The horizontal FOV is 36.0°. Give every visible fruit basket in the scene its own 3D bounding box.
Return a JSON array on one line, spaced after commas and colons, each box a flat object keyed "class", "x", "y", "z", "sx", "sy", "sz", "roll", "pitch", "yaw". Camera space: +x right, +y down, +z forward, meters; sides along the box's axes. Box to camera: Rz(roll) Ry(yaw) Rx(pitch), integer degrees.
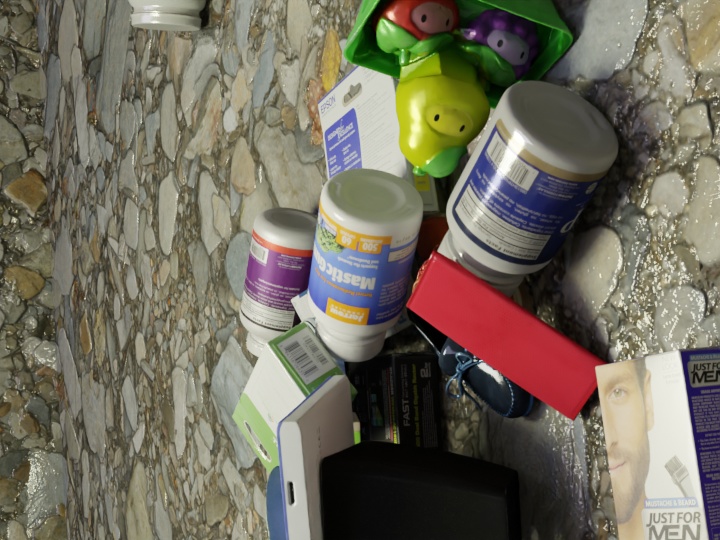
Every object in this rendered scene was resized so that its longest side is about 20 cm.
[{"class": "fruit basket", "x": 0.090, "y": -0.204, "z": 1.084, "sx": 0.156, "sy": 0.214, "sz": 0.218, "roll": -47, "pitch": 51, "yaw": 52}]

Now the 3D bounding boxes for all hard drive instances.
[{"class": "hard drive", "x": -0.039, "y": 0.190, "z": 1.100, "sx": 0.200, "sy": 0.025, "sz": 0.134, "roll": -29, "pitch": -65, "yaw": -76}]

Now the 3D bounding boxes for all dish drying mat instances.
[{"class": "dish drying mat", "x": 0.140, "y": 0.062, "z": 1.070, "sx": 0.199, "sy": 0.018, "sz": 0.077, "roll": 34, "pitch": 129, "yaw": 12}]

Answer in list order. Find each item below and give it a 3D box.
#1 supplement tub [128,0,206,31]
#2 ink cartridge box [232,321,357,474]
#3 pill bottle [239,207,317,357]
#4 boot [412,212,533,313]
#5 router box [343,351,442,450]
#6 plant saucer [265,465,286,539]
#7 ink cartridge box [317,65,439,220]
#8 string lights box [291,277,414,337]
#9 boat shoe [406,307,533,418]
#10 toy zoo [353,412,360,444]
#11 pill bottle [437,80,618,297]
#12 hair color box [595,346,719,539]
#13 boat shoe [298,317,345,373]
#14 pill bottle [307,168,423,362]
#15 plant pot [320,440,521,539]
[{"class": "supplement tub", "x": -0.338, "y": -0.529, "z": 1.943, "sx": 0.140, "sy": 0.139, "sz": 0.203, "roll": 14, "pitch": 104, "yaw": 61}, {"class": "ink cartridge box", "x": -0.082, "y": 0.157, "z": 1.297, "sx": 0.104, "sy": 0.059, "sz": 0.200, "roll": 52, "pitch": 146, "yaw": 16}, {"class": "pill bottle", "x": -0.108, "y": 0.021, "z": 1.557, "sx": 0.112, "sy": 0.111, "sz": 0.202, "roll": 44, "pitch": 129, "yaw": 52}, {"class": "boot", "x": 0.092, "y": -0.003, "z": 1.190, "sx": 0.200, "sy": 0.106, "sz": 0.076, "roll": 51, "pitch": 136, "yaw": 51}, {"class": "router box", "x": 0.037, "y": 0.202, "z": 1.339, "sx": 0.150, "sy": 0.061, "sz": 0.203, "roll": -14, "pitch": 78, "yaw": 63}, {"class": "plant saucer", "x": -0.042, "y": 0.295, "z": 1.152, "sx": 0.201, "sy": 0.038, "sz": 0.203, "roll": -20, "pitch": -90, "yaw": -80}, {"class": "ink cartridge box", "x": 0.016, "y": -0.139, "z": 1.313, "sx": 0.197, "sy": 0.047, "sz": 0.202, "roll": -27, "pitch": 66, "yaw": 61}, {"class": "string lights box", "x": -0.005, "y": 0.045, "z": 1.386, "sx": 0.104, "sy": 0.059, "sz": 0.200, "roll": 62, "pitch": 148, "yaw": 2}, {"class": "boat shoe", "x": 0.111, "y": 0.097, "z": 1.193, "sx": 0.200, "sy": 0.068, "sz": 0.085, "roll": 43, "pitch": 128, "yaw": 53}, {"class": "toy zoo", "x": -0.007, "y": 0.271, "z": 1.282, "sx": 0.131, "sy": 0.020, "sz": 0.203, "roll": 126, "pitch": 141, "yaw": -86}, {"class": "pill bottle", "x": 0.150, "y": -0.068, "z": 1.063, "sx": 0.201, "sy": 0.119, "sz": 0.120, "roll": -64, "pitch": 38, "yaw": 40}, {"class": "hair color box", "x": 0.263, "y": 0.170, "z": 0.918, "sx": 0.109, "sy": 0.064, "sz": 0.202, "roll": -24, "pitch": 68, "yaw": 60}, {"class": "boat shoe", "x": -0.059, "y": 0.156, "z": 1.376, "sx": 0.072, "sy": 0.070, "sz": 0.202, "roll": -37, "pitch": 60, "yaw": 54}, {"class": "pill bottle", "x": 0.000, "y": 0.000, "z": 1.214, "sx": 0.112, "sy": 0.111, "sz": 0.202, "roll": -124, "pitch": 33, "yaw": -45}, {"class": "plant pot", "x": 0.072, "y": 0.280, "z": 1.116, "sx": 0.199, "sy": 0.175, "sz": 0.203, "roll": 14, "pitch": -106, "yaw": -76}]
